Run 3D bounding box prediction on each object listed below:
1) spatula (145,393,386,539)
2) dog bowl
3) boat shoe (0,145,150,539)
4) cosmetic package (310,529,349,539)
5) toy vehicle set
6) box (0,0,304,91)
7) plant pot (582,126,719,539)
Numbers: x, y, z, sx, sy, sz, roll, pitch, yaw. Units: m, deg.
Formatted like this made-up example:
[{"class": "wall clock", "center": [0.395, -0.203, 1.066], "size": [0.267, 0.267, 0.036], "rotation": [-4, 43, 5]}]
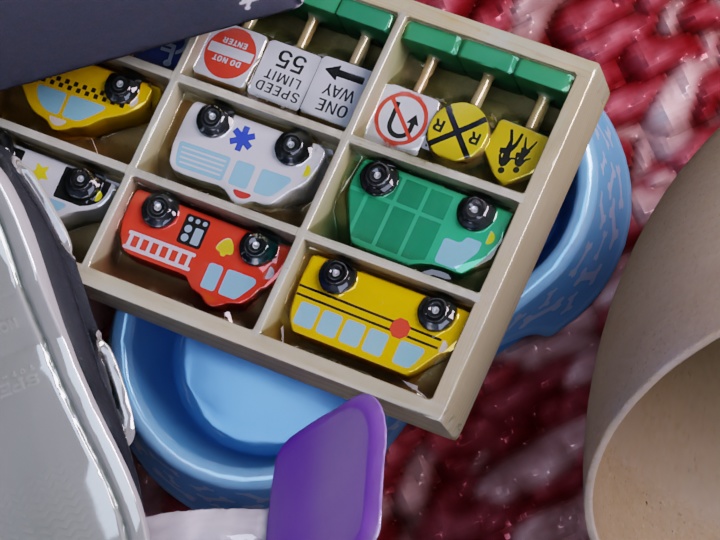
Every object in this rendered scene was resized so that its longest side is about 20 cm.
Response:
[{"class": "spatula", "center": [-0.063, 0.085, 0.873], "size": [0.199, 0.021, 0.057], "rotation": [-18, 54, 36]}, {"class": "dog bowl", "center": [0.000, 0.000, 0.913], "size": [0.200, 0.050, 0.112], "rotation": [-39, 80, -1]}, {"class": "boat shoe", "center": [-0.103, 0.052, 0.854], "size": [0.075, 0.060, 0.201], "rotation": [-10, 95, 10]}, {"class": "cosmetic package", "center": [-0.006, 0.188, 0.859], "size": [0.101, 0.074, 0.201], "rotation": [18, 83, -21]}, {"class": "toy vehicle set", "center": [-0.034, -0.038, 0.883], "size": [0.199, 0.027, 0.125], "rotation": [20, 79, 20]}, {"class": "box", "center": [-0.137, -0.167, 0.877], "size": [0.199, 0.123, 0.199], "rotation": [-16, 55, 4]}, {"class": "plant pot", "center": [0.164, 0.013, 0.840], "size": [0.199, 0.201, 0.135], "rotation": [-5, 49, 5]}]
